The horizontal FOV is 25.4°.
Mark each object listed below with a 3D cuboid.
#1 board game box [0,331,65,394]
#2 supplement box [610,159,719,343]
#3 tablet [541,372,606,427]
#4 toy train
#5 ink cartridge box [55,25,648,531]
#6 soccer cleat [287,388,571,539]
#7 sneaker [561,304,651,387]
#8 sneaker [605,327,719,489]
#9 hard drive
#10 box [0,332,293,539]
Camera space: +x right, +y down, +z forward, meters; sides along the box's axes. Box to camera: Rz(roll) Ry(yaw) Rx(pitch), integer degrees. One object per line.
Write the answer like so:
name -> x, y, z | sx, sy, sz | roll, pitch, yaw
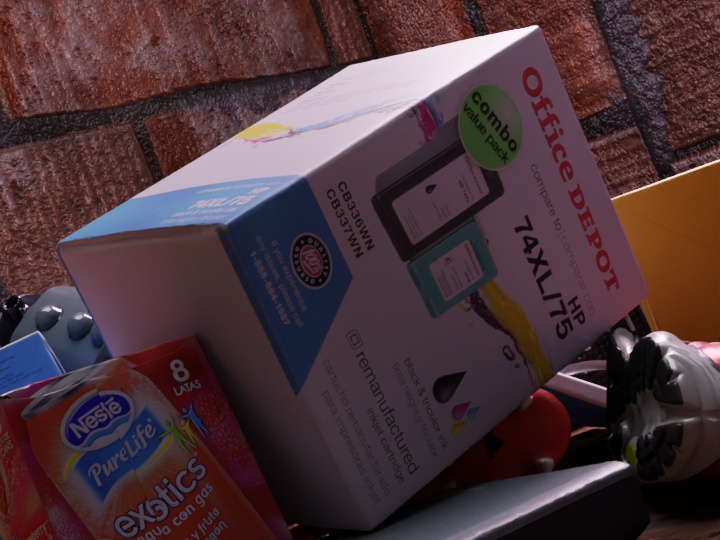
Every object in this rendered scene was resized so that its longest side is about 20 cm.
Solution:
board game box -> -0.248, 0.131, 0.848 | 0.200, 0.056, 0.196 | -26, -15, -22
supplement box -> 0.257, -0.011, 0.889 | 0.197, 0.133, 0.200 | -20, -2, 14
tablet -> 0.105, 0.070, 0.946 | 0.130, 0.014, 0.200 | 19, -7, -6
toy train -> -0.120, 0.059, 0.878 | 0.200, 0.114, 0.085 | 13, 60, 45
ink cartridge box -> 0.000, 0.000, 0.740 | 0.200, 0.147, 0.146 | -36, 19, -34
soccer cleat -> 0.014, 0.110, 0.842 | 0.200, 0.069, 0.085 | -24, 3, -13
sneaker -> 0.144, 0.069, 1.118 | 0.200, 0.074, 0.080 | -17, -6, -27
sneaker -> 0.153, 0.064, 0.696 | 0.085, 0.077, 0.200 | 1, -1, 0
hard drive -> -0.006, 0.126, 0.610 | 0.200, 0.033, 0.140 | -18, -3, -33
box -> -0.122, 0.116, 0.708 | 0.095, 0.100, 0.200 | -19, -14, -31
